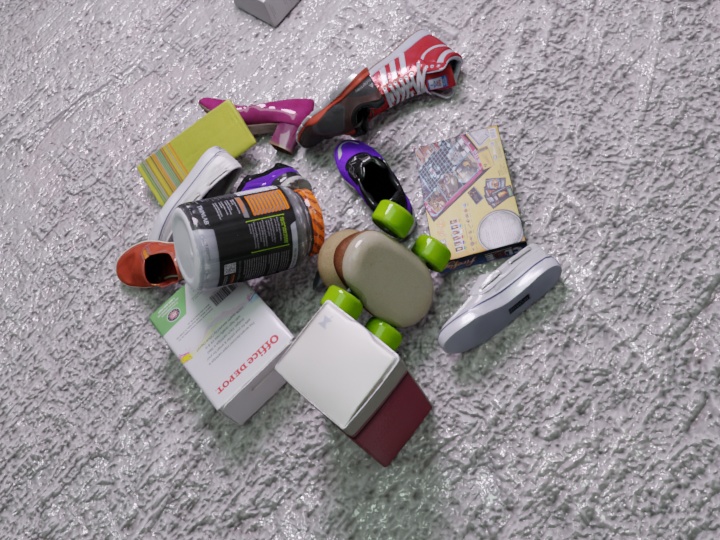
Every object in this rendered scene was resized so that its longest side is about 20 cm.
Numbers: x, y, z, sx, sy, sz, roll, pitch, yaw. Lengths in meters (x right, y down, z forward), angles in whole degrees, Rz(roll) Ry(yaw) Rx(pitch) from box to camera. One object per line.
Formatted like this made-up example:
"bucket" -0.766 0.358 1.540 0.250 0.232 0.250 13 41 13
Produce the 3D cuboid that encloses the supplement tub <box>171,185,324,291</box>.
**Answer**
"supplement tub" -0.157 -0.050 1.189 0.196 0.124 0.124 -13 56 -27

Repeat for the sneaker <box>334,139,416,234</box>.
"sneaker" 0.016 -0.147 1.262 0.069 0.100 0.201 -35 56 -2

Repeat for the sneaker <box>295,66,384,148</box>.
"sneaker" -0.032 -0.229 1.300 0.082 0.199 0.077 48 54 -5

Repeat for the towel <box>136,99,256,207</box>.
"towel" -0.270 -0.190 1.385 0.198 0.018 0.087 -33 94 12

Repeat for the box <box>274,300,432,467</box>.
"box" -0.003 0.149 1.067 0.127 0.200 0.109 36 80 29

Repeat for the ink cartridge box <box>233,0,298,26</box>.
"ink cartridge box" -0.140 -0.556 1.534 0.115 0.067 0.201 33 78 28

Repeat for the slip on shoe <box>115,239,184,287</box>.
"slip on shoe" -0.318 -0.006 1.293 0.197 0.061 0.076 -4 106 39

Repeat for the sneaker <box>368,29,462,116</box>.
"sneaker" 0.076 -0.291 1.333 0.200 0.072 0.112 -46 57 -10

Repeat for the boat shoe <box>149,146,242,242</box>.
"boat shoe" -0.259 -0.098 1.340 0.065 0.072 0.202 34 86 23

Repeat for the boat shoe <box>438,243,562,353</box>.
"boat shoe" 0.180 0.037 1.146 0.198 0.074 0.066 -32 54 -11

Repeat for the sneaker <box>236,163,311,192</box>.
"sneaker" -0.174 -0.094 1.316 0.199 0.070 0.100 -38 50 -5

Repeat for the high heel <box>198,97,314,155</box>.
"high heel" -0.173 -0.271 1.404 0.197 0.067 0.098 26 84 11

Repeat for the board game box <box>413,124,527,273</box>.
"board game box" 0.159 -0.106 1.236 0.133 0.035 0.204 -13 62 11

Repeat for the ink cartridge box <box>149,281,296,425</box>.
"ink cartridge box" -0.189 0.098 1.219 0.145 0.084 0.200 -42 59 -6

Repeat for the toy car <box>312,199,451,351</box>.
"toy car" 0.000 0.000 1.192 0.166 0.157 0.199 -57 30 -10
